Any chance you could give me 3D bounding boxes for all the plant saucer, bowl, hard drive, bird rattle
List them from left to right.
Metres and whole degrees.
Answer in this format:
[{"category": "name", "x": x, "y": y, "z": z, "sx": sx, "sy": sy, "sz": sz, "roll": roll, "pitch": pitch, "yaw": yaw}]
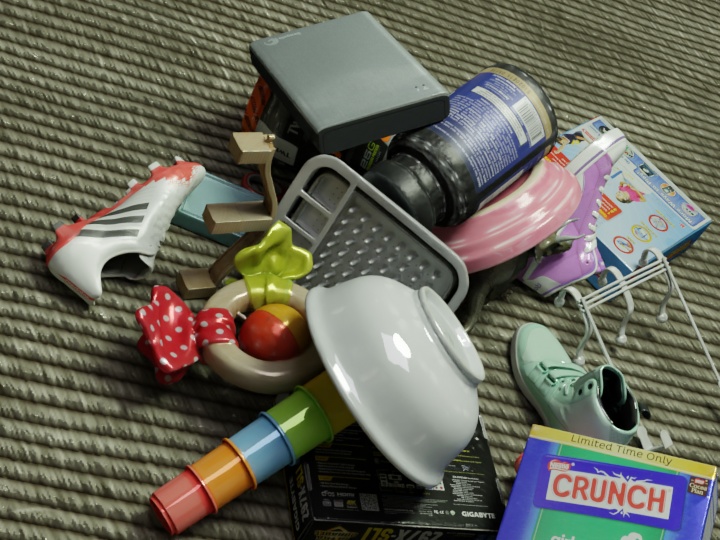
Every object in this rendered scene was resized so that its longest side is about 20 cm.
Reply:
[{"category": "bird rattle", "x": -0.100, "y": 0.047, "z": 1.182, "sx": 0.162, "sy": 0.113, "sz": 0.200, "roll": 31, "pitch": 37, "yaw": 22}, {"category": "plant saucer", "x": -0.096, "y": -0.045, "z": 1.347, "sx": 0.199, "sy": 0.019, "sz": 0.070, "roll": 22, "pitch": 57, "yaw": -8}, {"category": "hard drive", "x": -0.015, "y": -0.193, "z": 1.314, "sx": 0.139, "sy": 0.033, "sz": 0.200, "roll": -18, "pitch": 39, "yaw": -15}, {"category": "bowl", "x": 0.045, "y": 0.078, "z": 1.126, "sx": 0.202, "sy": 0.090, "sz": 0.201, "roll": 53, "pitch": 12, "yaw": -17}, {"category": "plant saucer", "x": 0.134, "y": -0.067, "z": 1.386, "sx": 0.201, "sy": 0.199, "sz": 0.051, "roll": -52, "pitch": 123, "yaw": -48}]

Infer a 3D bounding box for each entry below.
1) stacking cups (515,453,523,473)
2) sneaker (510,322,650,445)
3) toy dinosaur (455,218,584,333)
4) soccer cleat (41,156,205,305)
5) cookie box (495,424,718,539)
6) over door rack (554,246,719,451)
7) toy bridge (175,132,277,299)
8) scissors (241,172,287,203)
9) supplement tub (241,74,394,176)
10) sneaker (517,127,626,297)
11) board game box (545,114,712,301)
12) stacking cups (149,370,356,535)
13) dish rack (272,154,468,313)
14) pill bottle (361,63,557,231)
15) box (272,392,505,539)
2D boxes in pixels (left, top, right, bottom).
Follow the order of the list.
[{"category": "stacking cups", "x": 0.203, "y": 0.255, "z": 1.207, "sx": 0.060, "sy": 0.061, "sz": 0.201, "roll": 3, "pitch": 47, "yaw": -27}, {"category": "sneaker", "x": 0.223, "y": 0.110, "z": 1.318, "sx": 0.073, "sy": 0.119, "sz": 0.201, "roll": 1, "pitch": 48, "yaw": -26}, {"category": "toy dinosaur", "x": 0.141, "y": -0.003, "z": 1.386, "sx": 0.077, "sy": 0.103, "sz": 0.199, "roll": 47, "pitch": 47, "yaw": 14}, {"category": "soccer cleat", "x": -0.213, "y": -0.039, "z": 1.255, "sx": 0.085, "sy": 0.069, "sz": 0.200, "roll": 49, "pitch": 49, "yaw": 5}, {"category": "cookie box", "x": 0.203, "y": 0.250, "z": 1.117, "sx": 0.170, "sy": 0.075, "sz": 0.201, "roll": 10, "pitch": 57, "yaw": 20}, {"category": "over door rack", "x": 0.312, "y": 0.089, "z": 1.421, "sx": 0.147, "sy": 0.067, "sz": 0.201, "roll": -23, "pitch": 76, "yaw": -30}, {"category": "toy bridge", "x": -0.114, "y": -0.051, "z": 1.219, "sx": 0.067, "sy": 0.201, "sz": 0.027, "roll": -5, "pitch": 49, "yaw": -33}, {"category": "scissors", "x": -0.041, "y": -0.064, "z": 1.414, "sx": 0.198, "sy": 0.014, "sz": 0.074, "roll": 11, "pitch": 43, "yaw": -22}, {"category": "supplement tub", "x": -0.021, "y": -0.152, "z": 1.419, "sx": 0.199, "sy": 0.123, "sz": 0.123, "roll": 24, "pitch": 42, "yaw": 2}, {"category": "sneaker", "x": 0.253, "y": -0.058, "z": 1.471, "sx": 0.114, "sy": 0.201, "sz": 0.073, "roll": 42, "pitch": 3, "yaw": 8}, {"category": "board game box", "x": 0.298, "y": -0.081, "z": 1.588, "sx": 0.195, "sy": 0.056, "sz": 0.200, "roll": -26, "pitch": 66, "yaw": -43}, {"category": "stacking cups", "x": -0.088, "y": 0.149, "z": 1.106, "sx": 0.199, "sy": 0.061, "sz": 0.061, "roll": -29, "pitch": 66, "yaw": -21}, {"category": "dish rack", "x": 0.000, "y": 0.000, "z": 1.267, "sx": 0.200, "sy": 0.172, "sz": 0.043, "roll": 40, "pitch": 27, "yaw": 10}, {"category": "pill bottle", "x": 0.098, "y": -0.114, "z": 1.313, "sx": 0.200, "sy": 0.112, "sz": 0.112, "roll": -38, "pitch": 73, "yaw": -26}, {"category": "box", "x": 0.028, "y": 0.178, "z": 1.195, "sx": 0.198, "sy": 0.050, "sz": 0.160, "roll": 8, "pitch": 44, "yaw": -23}]
